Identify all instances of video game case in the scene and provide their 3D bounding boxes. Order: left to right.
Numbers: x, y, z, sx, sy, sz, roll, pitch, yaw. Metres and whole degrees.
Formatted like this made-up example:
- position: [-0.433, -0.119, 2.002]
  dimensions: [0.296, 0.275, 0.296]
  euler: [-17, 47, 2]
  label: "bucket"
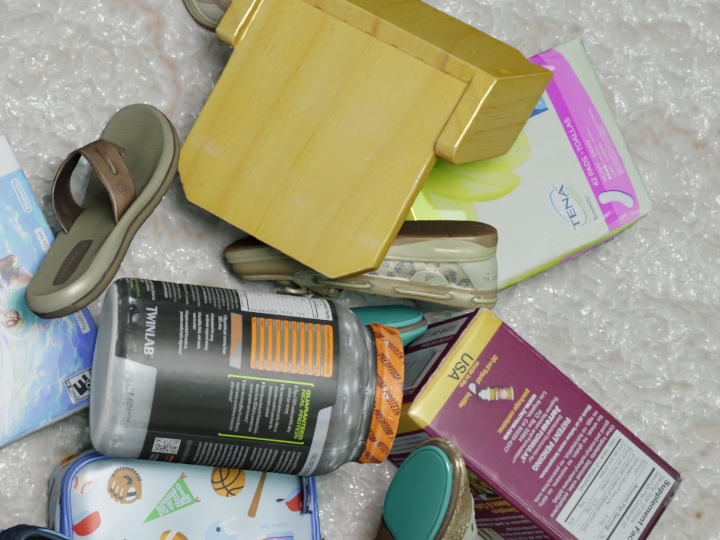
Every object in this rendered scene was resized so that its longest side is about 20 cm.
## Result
- position: [-0.287, 0.031, 1.620]
  dimensions: [0.181, 0.045, 0.200]
  euler: [-26, 92, -21]
  label: "video game case"

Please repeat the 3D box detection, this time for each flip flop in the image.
- position: [-0.186, -0.050, 1.622]
  dimensions: [0.058, 0.081, 0.200]
  euler: [51, 44, -28]
  label: "flip flop"

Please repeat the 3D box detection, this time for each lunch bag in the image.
- position: [-0.117, 0.197, 1.645]
  dimensions: [0.200, 0.076, 0.160]
  euler: [-2, 85, -20]
  label: "lunch bag"

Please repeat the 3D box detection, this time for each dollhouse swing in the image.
- position: [-0.003, -0.105, 1.690]
  dimensions: [0.200, 0.182, 0.176]
  euler: [28, 106, 18]
  label: "dollhouse swing"

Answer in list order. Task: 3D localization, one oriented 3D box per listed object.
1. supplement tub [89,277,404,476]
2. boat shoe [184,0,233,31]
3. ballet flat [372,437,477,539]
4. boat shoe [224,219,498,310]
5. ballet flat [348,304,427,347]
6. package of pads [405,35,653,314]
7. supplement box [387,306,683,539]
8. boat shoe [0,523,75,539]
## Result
- position: [-0.078, 0.074, 1.590]
  dimensions: [0.200, 0.123, 0.123]
  euler: [8, 79, -12]
  label: "supplement tub"
- position: [-0.124, -0.275, 1.716]
  dimensions: [0.072, 0.065, 0.200]
  euler: [-22, 90, -22]
  label: "boat shoe"
- position: [0.043, 0.193, 1.665]
  dimensions: [0.065, 0.200, 0.071]
  euler: [-1, 43, -35]
  label: "ballet flat"
- position: [0.000, 0.000, 1.689]
  dimensions: [0.200, 0.073, 0.063]
  euler: [0, 105, 14]
  label: "boat shoe"
- position: [-0.048, 0.065, 1.701]
  dimensions: [0.200, 0.067, 0.070]
  euler: [-3, 103, -20]
  label: "ballet flat"
- position: [0.107, -0.068, 1.770]
  dimensions: [0.200, 0.068, 0.155]
  euler: [-24, 90, -20]
  label: "package of pads"
- position: [0.112, 0.131, 1.709]
  dimensions: [0.200, 0.131, 0.103]
  euler: [41, 71, -11]
  label: "supplement box"
- position: [-0.155, 0.232, 1.549]
  dimensions: [0.200, 0.069, 0.084]
  euler: [24, 67, -16]
  label: "boat shoe"
